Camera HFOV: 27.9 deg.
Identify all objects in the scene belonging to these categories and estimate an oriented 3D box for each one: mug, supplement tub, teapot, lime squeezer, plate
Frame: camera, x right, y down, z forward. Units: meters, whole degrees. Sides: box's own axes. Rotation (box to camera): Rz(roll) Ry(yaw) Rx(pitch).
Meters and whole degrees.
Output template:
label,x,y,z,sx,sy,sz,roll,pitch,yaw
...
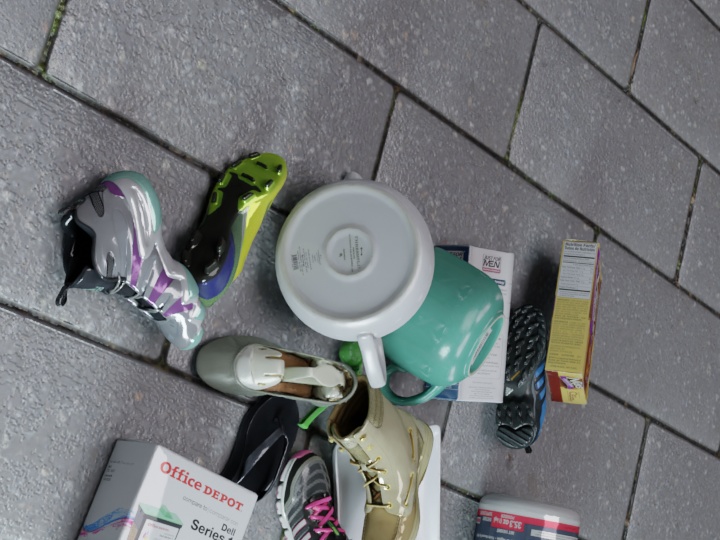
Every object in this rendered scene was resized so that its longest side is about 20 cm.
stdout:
label,x,y,z,sx,sy,sz,roll,pitch,yaw
mug,0.105,0.077,1.790,0.152,0.114,0.186,-43,155,-45
supplement tub,0.213,0.408,1.937,0.140,0.140,0.202,21,76,-46
teapot,0.000,0.000,1.680,0.201,0.197,0.146,-53,164,-6
lime squeezer,-0.026,0.109,1.740,0.070,0.038,0.201,32,63,-29
plate,0.028,0.300,1.809,0.199,0.032,0.202,-2,93,-49

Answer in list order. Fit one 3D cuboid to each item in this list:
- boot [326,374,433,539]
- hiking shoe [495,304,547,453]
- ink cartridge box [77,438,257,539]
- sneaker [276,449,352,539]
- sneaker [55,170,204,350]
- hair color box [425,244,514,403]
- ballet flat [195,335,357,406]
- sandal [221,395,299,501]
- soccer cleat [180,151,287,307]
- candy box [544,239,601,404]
label,x,y,z,sx,sy,sz,roll,pitch,yaw
boot,0.014,0.240,1.704,0.155,0.072,0.201,45,53,-44
hiking shoe,0.223,0.148,2.005,0.087,0.074,0.202,31,67,-69
ink cartridge box,-0.212,0.293,1.493,0.144,0.084,0.201,33,68,-33
sneaker,-0.043,0.310,1.690,0.073,0.087,0.202,-9,98,-47
sneaker,-0.248,0.013,1.470,0.140,0.077,0.201,-35,107,-39
hair color box,0.144,0.071,1.906,0.100,0.060,0.202,8,86,-48
ballet flat,-0.089,0.111,1.624,0.199,0.063,0.068,14,74,-35
sandal,-0.118,0.228,1.637,0.076,0.043,0.201,49,57,-37
soccer cleat,-0.141,-0.048,1.602,0.084,0.064,0.201,86,28,-53
candy box,0.300,0.072,2.031,0.117,0.056,0.201,68,32,-61
